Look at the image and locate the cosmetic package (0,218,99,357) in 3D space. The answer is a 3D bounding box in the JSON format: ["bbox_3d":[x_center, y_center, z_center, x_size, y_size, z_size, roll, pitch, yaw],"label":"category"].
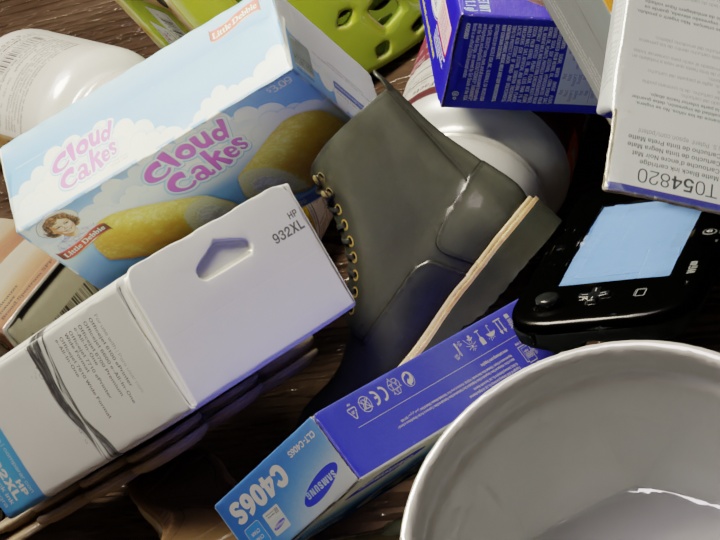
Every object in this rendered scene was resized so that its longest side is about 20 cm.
[{"bbox_3d":[-0.244,0.026,1.912,0.199,0.087,0.104,4,49,50],"label":"cosmetic package"}]

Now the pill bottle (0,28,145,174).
[{"bbox_3d":[-0.199,-0.109,2.030,0.114,0.115,0.200,-47,31,-17],"label":"pill bottle"}]

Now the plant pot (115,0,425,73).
[{"bbox_3d":[-0.066,-0.221,1.970,0.182,0.200,0.199,-49,31,-9],"label":"plant pot"}]

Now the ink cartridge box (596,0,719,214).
[{"bbox_3d":[0.227,-0.108,1.475,0.041,0.198,0.201,121,161,-69],"label":"ink cartridge box"}]

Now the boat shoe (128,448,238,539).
[{"bbox_3d":[-0.076,0.163,1.549,0.072,0.072,0.200,-26,21,-12],"label":"boat shoe"}]

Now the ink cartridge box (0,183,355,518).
[{"bbox_3d":[-0.121,0.046,1.569,0.145,0.084,0.200,-32,1,-43],"label":"ink cartridge box"}]

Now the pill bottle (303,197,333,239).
[{"bbox_3d":[-0.075,-0.045,1.803,0.112,0.113,0.200,-12,38,38],"label":"pill bottle"}]

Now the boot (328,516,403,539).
[{"bbox_3d":[0.070,0.122,1.450,0.199,0.072,0.155,-7,39,41],"label":"boot"}]

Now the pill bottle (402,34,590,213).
[{"bbox_3d":[0.080,-0.090,1.697,0.114,0.114,0.201,-17,35,32],"label":"pill bottle"}]

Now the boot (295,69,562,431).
[{"bbox_3d":[0.000,0.000,1.594,0.200,0.138,0.077,-48,-2,8],"label":"boot"}]

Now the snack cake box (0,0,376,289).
[{"bbox_3d":[-0.097,-0.070,1.641,0.199,0.115,0.067,-30,54,19],"label":"snack cake box"}]

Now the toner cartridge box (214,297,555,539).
[{"bbox_3d":[0.020,0.082,1.467,0.200,0.043,0.095,-27,-14,-49],"label":"toner cartridge box"}]

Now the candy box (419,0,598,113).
[{"bbox_3d":[0.139,-0.173,1.655,0.199,0.077,0.170,2,45,-11],"label":"candy box"}]

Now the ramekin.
[{"bbox_3d":[0.125,0.142,1.266,0.199,0.105,0.201,-8,53,11],"label":"ramekin"}]

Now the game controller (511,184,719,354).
[{"bbox_3d":[0.151,-0.009,1.523,0.104,0.042,0.200,-15,19,25],"label":"game controller"}]

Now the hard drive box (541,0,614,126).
[{"bbox_3d":[0.213,-0.165,1.554,0.199,0.156,0.077,-26,-8,-16],"label":"hard drive box"}]

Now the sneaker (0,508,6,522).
[{"bbox_3d":[-0.220,0.122,1.715,0.085,0.078,0.200,-59,-3,-18],"label":"sneaker"}]

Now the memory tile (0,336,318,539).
[{"bbox_3d":[-0.122,0.103,1.651,0.153,0.017,0.200,-34,3,-43],"label":"memory tile"}]
